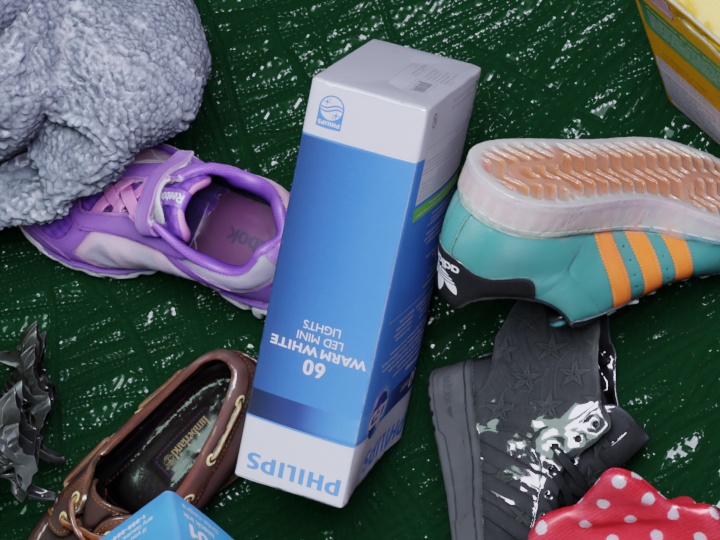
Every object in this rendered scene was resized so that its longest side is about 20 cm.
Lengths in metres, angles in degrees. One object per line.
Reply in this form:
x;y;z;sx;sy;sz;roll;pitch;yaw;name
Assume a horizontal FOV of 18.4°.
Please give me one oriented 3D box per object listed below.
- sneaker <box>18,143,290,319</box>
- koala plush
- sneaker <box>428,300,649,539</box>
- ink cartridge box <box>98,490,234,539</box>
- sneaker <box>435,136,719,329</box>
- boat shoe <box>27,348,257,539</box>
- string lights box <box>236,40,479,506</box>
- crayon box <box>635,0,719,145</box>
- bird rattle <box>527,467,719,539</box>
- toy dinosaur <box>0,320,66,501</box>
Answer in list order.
-0.101;-0.031;1.169;0.200;0.088;0.081;15;82;19;sneaker
-0.192;-0.139;1.124;0.183;0.200;0.178;-4;52;32;koala plush
0.094;0.095;1.096;0.104;0.060;0.200;-16;63;12;sneaker
-0.107;0.224;1.046;0.146;0.086;0.200;-37;31;12;ink cartridge box
0.121;-0.015;1.082;0.071;0.199;0.080;59;135;43;sneaker
-0.122;0.119;1.146;0.070;0.070;0.200;38;90;19;boat shoe
0.000;0.000;1.074;0.059;0.103;0.201;16;109;12;string lights box
0.194;-0.090;1.044;0.052;0.200;0.126;-46;70;0;crayon box
0.137;0.198;1.007;0.163;0.113;0.200;-44;85;-5;bird rattle
-0.228;0.082;1.148;0.135;0.200;0.102;-11;44;4;toy dinosaur
